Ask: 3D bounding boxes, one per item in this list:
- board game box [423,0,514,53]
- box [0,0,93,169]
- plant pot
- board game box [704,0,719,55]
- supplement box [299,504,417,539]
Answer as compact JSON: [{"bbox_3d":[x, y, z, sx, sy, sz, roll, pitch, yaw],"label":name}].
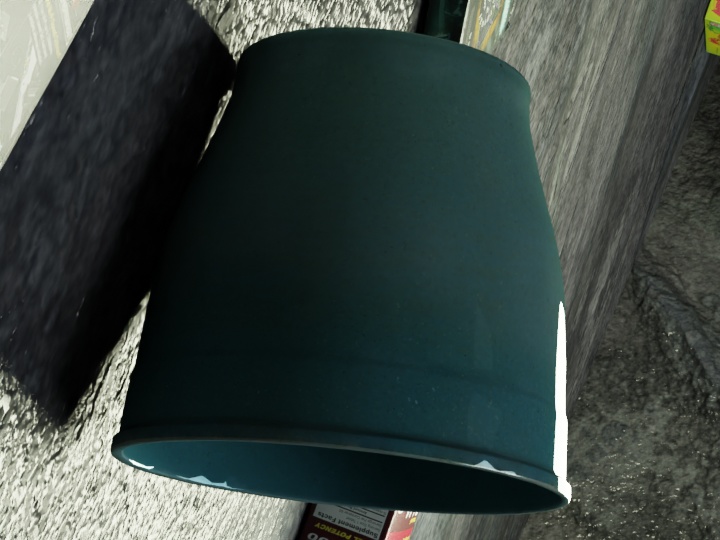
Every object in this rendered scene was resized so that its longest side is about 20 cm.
[{"bbox_3d":[0.078,-0.210,1.350,0.135,0.028,0.200,-55,160,-54],"label":"board game box"},{"bbox_3d":[-0.106,-0.130,0.579,0.200,0.050,0.158,86,25,-62],"label":"box"},{"bbox_3d":[0.000,0.000,0.971,0.200,0.199,0.189,58,36,-75],"label":"plant pot"},{"bbox_3d":[0.524,-0.371,3.108,0.200,0.048,0.102,38,71,-78],"label":"board game box"},{"bbox_3d":[0.022,0.114,1.530,0.109,0.061,0.200,20,90,-79],"label":"supplement box"}]
